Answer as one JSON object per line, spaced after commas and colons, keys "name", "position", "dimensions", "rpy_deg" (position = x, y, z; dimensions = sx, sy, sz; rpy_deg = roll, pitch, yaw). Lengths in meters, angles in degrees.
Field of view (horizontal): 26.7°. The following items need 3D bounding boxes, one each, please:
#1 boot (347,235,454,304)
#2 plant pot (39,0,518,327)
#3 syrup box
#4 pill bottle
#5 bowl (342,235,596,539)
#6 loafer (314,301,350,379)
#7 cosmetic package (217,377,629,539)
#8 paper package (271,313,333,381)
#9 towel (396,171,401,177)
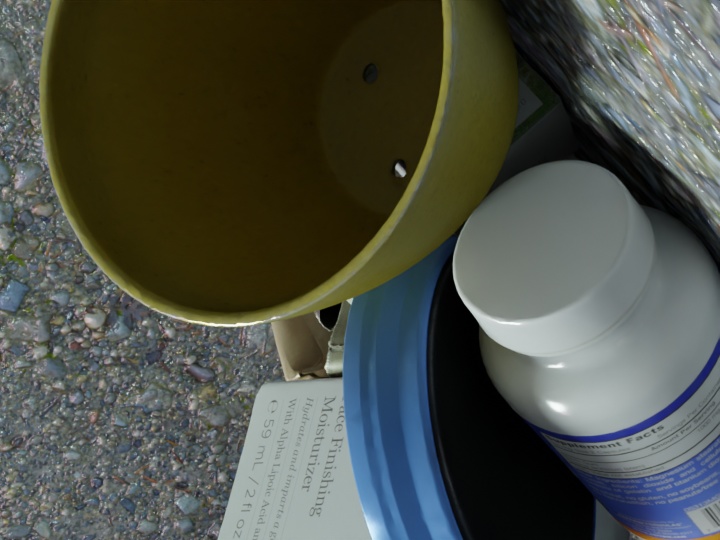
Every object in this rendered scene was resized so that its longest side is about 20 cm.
{"name": "boot", "position": [0.027, -0.013, 0.879], "dimensions": [0.200, 0.072, 0.144], "rpy_deg": [24, -170, -38]}
{"name": "plant pot", "position": [-0.013, -0.075, 0.635], "dimensions": [0.200, 0.200, 0.142], "rpy_deg": [50, -157, 25]}
{"name": "syrup box", "position": [0.012, -0.117, 0.761], "dimensions": [0.200, 0.079, 0.081], "rpy_deg": [50, -177, 18]}
{"name": "pill bottle", "position": [0.122, 0.039, 0.691], "dimensions": [0.200, 0.112, 0.112], "rpy_deg": [47, -177, -42]}
{"name": "bowl", "position": [0.059, 0.078, 0.717], "dimensions": [0.201, 0.039, 0.201], "rpy_deg": [35, -132, -51]}
{"name": "loafer", "position": [0.000, 0.000, 1.003], "dimensions": [0.200, 0.070, 0.075], "rpy_deg": [-96, 1, -52]}
{"name": "cosmetic package", "position": [0.040, 0.170, 0.936], "dimensions": [0.200, 0.165, 0.165], "rpy_deg": [-8, 147, 38]}
{"name": "paper package", "position": [-0.003, 0.065, 1.139], "dimensions": [0.200, 0.103, 0.191], "rpy_deg": [-110, 2, -50]}
{"name": "towel", "position": [-0.042, -0.092, 0.998], "dimensions": [0.132, 0.035, 0.200], "rpy_deg": [15, -169, -22]}
